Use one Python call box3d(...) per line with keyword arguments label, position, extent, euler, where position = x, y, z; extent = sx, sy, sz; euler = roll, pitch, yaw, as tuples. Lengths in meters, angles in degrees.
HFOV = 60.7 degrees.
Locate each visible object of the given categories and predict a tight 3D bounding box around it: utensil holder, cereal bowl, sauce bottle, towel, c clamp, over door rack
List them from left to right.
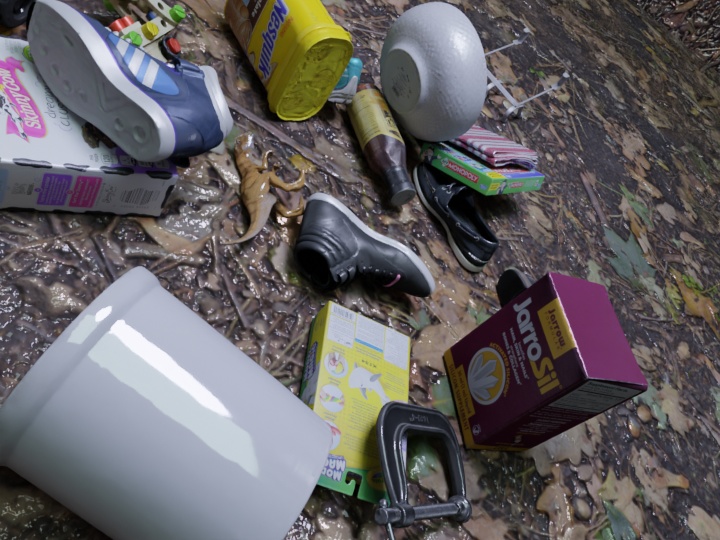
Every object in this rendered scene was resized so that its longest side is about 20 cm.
box3d(label="utensil holder", position=(-0.145, 0.126, 0.475), extent=(0.199, 0.170, 0.171), euler=(40, 43, -8))
box3d(label="sauce bottle", position=(0.033, -0.189, 0.927), extent=(0.065, 0.066, 0.202), euler=(-1, 60, -37))
box3d(label="cereal bowl", position=(0.092, -0.289, 0.920), extent=(0.083, 0.200, 0.201), euler=(-22, 71, -31))
box3d(label="c clamp", position=(0.064, 0.218, 0.619), extent=(0.199, 0.027, 0.173), euler=(17, 53, -55))
box3d(label="towel", position=(0.186, -0.220, 1.035), extent=(0.145, 0.030, 0.199), euler=(-8, 35, -46))
box3d(label="over door rack", position=(0.323, -0.406, 1.297), extent=(0.199, 0.067, 0.148), euler=(-34, 80, -25))

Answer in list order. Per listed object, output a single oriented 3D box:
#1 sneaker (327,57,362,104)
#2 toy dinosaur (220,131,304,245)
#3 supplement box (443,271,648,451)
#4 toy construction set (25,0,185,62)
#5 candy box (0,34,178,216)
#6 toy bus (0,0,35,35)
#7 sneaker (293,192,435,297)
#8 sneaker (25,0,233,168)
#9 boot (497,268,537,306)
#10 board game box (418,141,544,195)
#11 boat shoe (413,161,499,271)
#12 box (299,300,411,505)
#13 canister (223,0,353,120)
box3d(label="sneaker", position=(-0.054, -0.335, 0.950), extent=(0.077, 0.080, 0.201), euler=(-3, 44, -40))
box3d(label="toy dinosaur", position=(-0.119, -0.086, 0.749), extent=(0.105, 0.061, 0.202), euler=(-2, 48, -14))
box3d(label="supplement box", position=(0.204, 0.115, 0.718), extent=(0.102, 0.200, 0.132), euler=(12, 50, -29))
box3d(label="toy construction set", position=(-0.291, -0.296, 0.744), extent=(0.132, 0.091, 0.201), euler=(55, 46, -24))
box3d(label="candy box", position=(-0.308, -0.147, 0.630), extent=(0.198, 0.072, 0.169), euler=(-1, 59, -38))
box3d(label="toy bus", position=(-0.378, -0.383, 0.677), extent=(0.135, 0.200, 0.193), euler=(36, 36, -8))
box3d(label="sneaker", position=(0.000, 0.000, 0.758), extent=(0.199, 0.071, 0.100), euler=(35, 54, -13))
box3d(label="sneaker", position=(-0.222, -0.196, 0.634), extent=(0.200, 0.081, 0.146), euler=(44, 33, 4))
box3d(label="boot", position=(0.304, 0.079, 0.917), extent=(0.172, 0.069, 0.202), euler=(11, 50, -30))
box3d(label="board game box", position=(0.202, -0.168, 1.003), extent=(0.134, 0.029, 0.199), euler=(34, 27, 29))
box3d(label="boat shoe", position=(0.149, -0.099, 0.940), extent=(0.074, 0.066, 0.201), euler=(-3, 60, -37))
box3d(label="box", position=(-0.006, 0.143, 0.652), extent=(0.116, 0.048, 0.202), euler=(26, 44, -20))
box3d(label="canister", position=(-0.110, -0.340, 0.876), extent=(0.086, 0.149, 0.201), euler=(-11, 63, -42))
